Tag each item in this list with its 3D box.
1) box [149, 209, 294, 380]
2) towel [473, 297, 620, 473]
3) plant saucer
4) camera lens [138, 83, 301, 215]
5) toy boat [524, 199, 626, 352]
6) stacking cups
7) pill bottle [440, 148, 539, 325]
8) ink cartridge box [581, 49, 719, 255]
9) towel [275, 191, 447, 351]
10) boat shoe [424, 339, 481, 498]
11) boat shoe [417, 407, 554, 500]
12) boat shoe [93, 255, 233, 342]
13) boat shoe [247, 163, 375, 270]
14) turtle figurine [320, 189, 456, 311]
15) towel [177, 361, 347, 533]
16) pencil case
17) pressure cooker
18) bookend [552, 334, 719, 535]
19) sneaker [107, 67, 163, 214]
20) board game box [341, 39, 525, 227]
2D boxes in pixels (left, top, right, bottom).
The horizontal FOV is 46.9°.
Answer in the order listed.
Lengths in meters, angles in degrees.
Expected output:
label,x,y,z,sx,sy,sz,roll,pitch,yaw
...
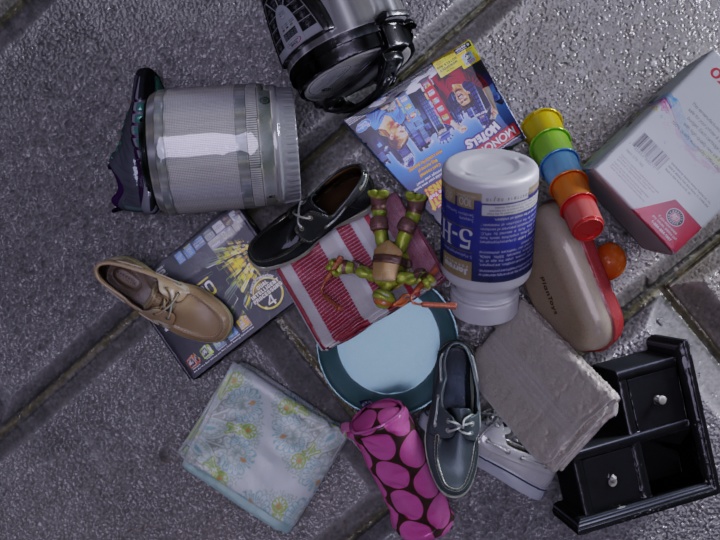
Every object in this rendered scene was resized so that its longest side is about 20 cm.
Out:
label,x,y,z,sx,sy,sz,roll,pitch,yaw
box,-0.201,0.030,1.165,0.199,0.049,0.162,-36,86,6
towel,0.228,0.145,1.064,0.133,0.034,0.201,-51,50,16
plant saucer,0.038,0.099,1.149,0.197,0.036,0.203,0,93,6
camera lens,-0.181,-0.159,1.085,0.197,0.160,0.163,-5,93,-5
toy boat,0.293,0.000,1.087,0.129,0.130,0.202,-23,92,-23
stacking cups,0.251,-0.122,1.038,0.060,0.202,0.061,-4,136,-4
pill bottle,0.159,-0.039,1.044,0.118,0.120,0.203,1,118,6
ink cartridge box,0.399,-0.144,1.040,0.200,0.145,0.145,-44,89,7
towel,0.000,0.000,1.117,0.198,0.023,0.145,-30,74,-6
boat shoe,0.120,0.188,1.068,0.072,0.062,0.203,3,74,4
boat shoe,0.180,0.225,1.122,0.200,0.075,0.087,30,96,1
boat shoe,-0.267,0.043,1.117,0.198,0.065,0.072,24,94,6
boat shoe,-0.070,-0.074,1.109,0.199,0.068,0.072,-33,64,-4
turtle figurine,0.047,-0.018,1.067,0.198,0.064,0.164,6,83,33
towel,-0.140,0.248,1.172,0.199,0.048,0.172,32,97,3
pencil case,0.052,0.271,1.114,0.093,0.091,0.202,-24,106,2
pressure cooker,-0.023,-0.307,1.057,0.177,0.176,0.202,-21,87,3
bookend,0.335,0.206,1.073,0.196,0.092,0.203,-13,92,-7
sneaker,-0.320,-0.179,1.157,0.086,0.074,0.203,-1,91,16
board game box,0.109,-0.165,1.113,0.198,0.062,0.202,-30,91,7
